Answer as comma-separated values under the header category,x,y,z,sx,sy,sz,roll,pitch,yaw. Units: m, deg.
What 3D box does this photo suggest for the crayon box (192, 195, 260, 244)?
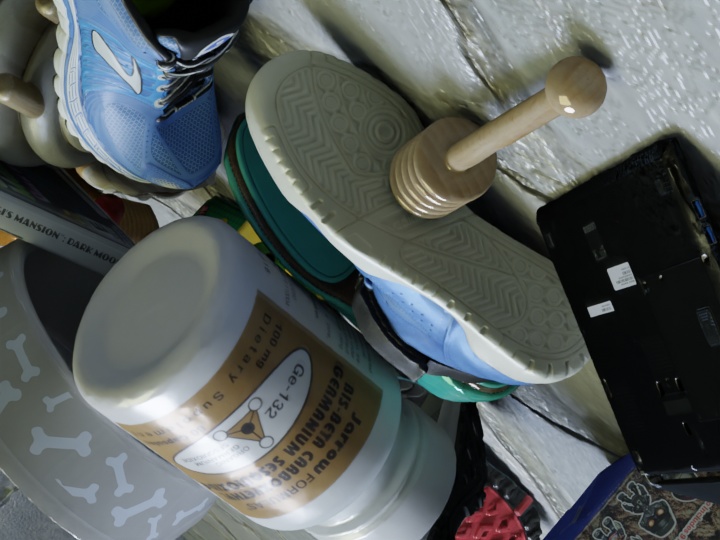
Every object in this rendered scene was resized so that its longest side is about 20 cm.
category,x,y,z,sx,sy,sz,roll,pitch,yaw
crayon box,-0.116,0.066,1.375,0.058,0.200,0.119,25,158,53

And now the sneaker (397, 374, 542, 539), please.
category,x,y,z,sx,sy,sz,roll,pitch,yaw
sneaker,0.052,0.137,1.429,0.200,0.079,0.096,57,172,-23

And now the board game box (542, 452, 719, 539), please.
category,x,y,z,sx,sy,sz,roll,pitch,yaw
board game box,0.188,0.194,1.107,0.200,0.097,0.159,42,167,4

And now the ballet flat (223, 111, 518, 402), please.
category,x,y,z,sx,sy,sz,roll,pitch,yaw
ballet flat,0.000,0.000,1.098,0.200,0.067,0.070,42,158,-2

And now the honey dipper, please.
category,x,y,z,sx,sy,sz,roll,pitch,yaw
honey dipper,0.055,-0.056,0.845,0.038,0.038,0.200,43,163,-5

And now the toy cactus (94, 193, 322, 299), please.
category,x,y,z,sx,sy,sz,roll,pitch,yaw
toy cactus,-0.092,0.051,1.290,0.199,0.165,0.102,23,-164,-9

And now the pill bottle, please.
category,x,y,z,sx,sy,sz,roll,pitch,yaw
pill bottle,-0.044,0.070,1.109,0.200,0.115,0.114,40,171,-35

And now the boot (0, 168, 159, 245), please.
category,x,y,z,sx,sy,sz,roll,pitch,yaw
boot,-0.223,-0.069,1.371,0.144,0.071,0.201,13,-157,-33

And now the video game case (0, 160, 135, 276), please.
category,x,y,z,sx,sy,sz,roll,pitch,yaw
video game case,-0.228,-0.070,1.187,0.182,0.023,0.200,26,-169,-40

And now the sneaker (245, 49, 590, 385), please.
category,x,y,z,sx,sy,sz,roll,pitch,yaw
sneaker,0.012,-0.016,0.994,0.200,0.077,0.111,39,159,-14

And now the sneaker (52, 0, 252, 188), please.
category,x,y,z,sx,sy,sz,roll,pitch,yaw
sneaker,-0.097,-0.107,0.999,0.089,0.079,0.200,27,151,31

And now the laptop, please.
category,x,y,z,sx,sy,sz,roll,pitch,yaw
laptop,0.172,0.039,0.848,0.177,0.103,0.201,147,102,-76

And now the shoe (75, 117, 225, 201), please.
category,x,y,z,sx,sy,sz,roll,pitch,yaw
shoe,-0.123,-0.063,1.254,0.054,0.070,0.200,66,163,-2

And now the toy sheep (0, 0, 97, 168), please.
category,x,y,z,sx,sy,sz,roll,pitch,yaw
toy sheep,-0.176,-0.116,1.126,0.200,0.138,0.138,31,164,24

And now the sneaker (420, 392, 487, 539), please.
category,x,y,z,sx,sy,sz,roll,pitch,yaw
sneaker,0.026,0.129,1.225,0.079,0.200,0.074,-1,126,20

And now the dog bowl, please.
category,x,y,z,sx,sy,sz,roll,pitch,yaw
dog bowl,-0.146,0.064,1.163,0.200,0.059,0.200,47,-166,-16
